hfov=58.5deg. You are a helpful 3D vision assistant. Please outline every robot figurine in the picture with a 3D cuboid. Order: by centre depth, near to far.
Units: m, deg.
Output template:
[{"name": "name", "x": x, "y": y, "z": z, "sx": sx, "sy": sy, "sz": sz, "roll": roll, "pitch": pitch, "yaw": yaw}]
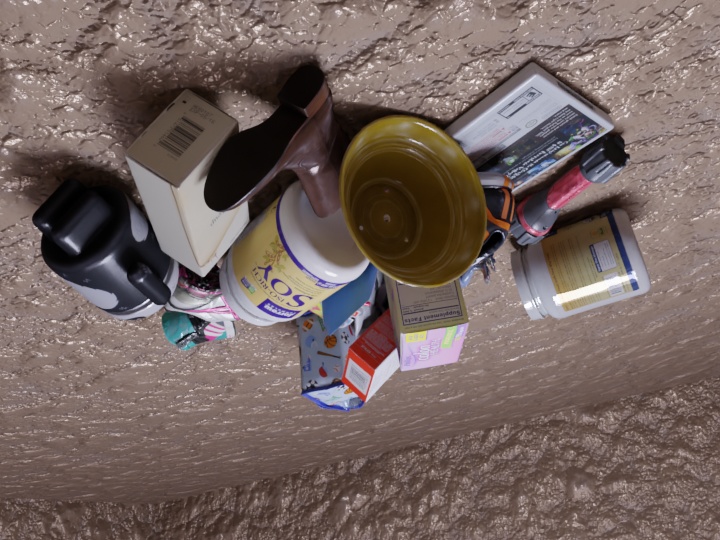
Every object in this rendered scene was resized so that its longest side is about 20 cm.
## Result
[{"name": "robot figurine", "x": -0.311, "y": -0.020, "z": 0.797, "sx": 0.122, "sy": 0.152, "sz": 0.201, "roll": -19, "pitch": 146, "yaw": 4}]

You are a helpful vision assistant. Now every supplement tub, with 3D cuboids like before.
[{"name": "supplement tub", "x": -0.093, "y": -0.019, "z": 0.876, "sx": 0.143, "sy": 0.148, "sz": 0.199, "roll": 12, "pitch": 148, "yaw": -38}, {"name": "supplement tub", "x": 0.364, "y": -0.005, "z": 1.072, "sx": 0.197, "sy": 0.147, "sz": 0.144, "roll": -20, "pitch": 154, "yaw": 22}]

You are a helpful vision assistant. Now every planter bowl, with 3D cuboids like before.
[{"name": "planter bowl", "x": 0.047, "y": -0.073, "z": 0.765, "sx": 0.197, "sy": 0.205, "sz": 0.083, "roll": 4, "pitch": 166, "yaw": -27}]

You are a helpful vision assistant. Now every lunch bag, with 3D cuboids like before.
[{"name": "lunch bag", "x": -0.050, "y": 0.181, "z": 1.287, "sx": 0.121, "sy": 0.174, "sz": 0.200, "roll": -13, "pitch": 156, "yaw": 15}]

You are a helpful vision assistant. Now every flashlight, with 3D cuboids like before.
[{"name": "flashlight", "x": 0.289, "y": -0.109, "z": 0.915, "sx": 0.067, "sy": 0.069, "sz": 0.200, "roll": -1, "pitch": 156, "yaw": -28}]

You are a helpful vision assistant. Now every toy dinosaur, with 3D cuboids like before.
[{"name": "toy dinosaur", "x": 0.148, "y": 0.003, "z": 1.142, "sx": 0.178, "sy": 0.106, "sz": 0.202, "roll": -10, "pitch": 122, "yaw": 27}]

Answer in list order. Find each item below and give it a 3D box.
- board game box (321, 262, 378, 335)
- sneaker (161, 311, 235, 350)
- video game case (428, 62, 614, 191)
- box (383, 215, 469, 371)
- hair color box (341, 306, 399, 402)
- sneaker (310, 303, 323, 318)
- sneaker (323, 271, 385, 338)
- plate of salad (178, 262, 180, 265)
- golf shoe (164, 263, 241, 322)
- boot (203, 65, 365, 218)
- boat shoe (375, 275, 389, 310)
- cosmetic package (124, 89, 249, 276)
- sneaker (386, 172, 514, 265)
[{"name": "board game box", "x": 0.000, "y": 0.000, "z": 0.928, "sx": 0.038, "sy": 0.161, "sz": 0.200, "roll": 14, "pitch": 148, "yaw": -22}, {"name": "sneaker", "x": -0.280, "y": 0.076, "z": 1.096, "sx": 0.118, "sy": 0.085, "sz": 0.201, "roll": -14, "pitch": 158, "yaw": -14}, {"name": "video game case", "x": 0.191, "y": -0.164, "z": 0.819, "sx": 0.180, "sy": 0.024, "sz": 0.199, "roll": 14, "pitch": 146, "yaw": -40}, {"name": "box", "x": 0.089, "y": 0.023, "z": 0.965, "sx": 0.094, "sy": 0.204, "sz": 0.177, "roll": -8, "pitch": 155, "yaw": -1}, {"name": "hair color box", "x": 0.056, "y": 0.115, "z": 1.093, "sx": 0.199, "sy": 0.064, "sz": 0.112, "roll": -40, "pitch": 157, "yaw": -33}, {"name": "sneaker", "x": -0.085, "y": 0.030, "z": 1.086, "sx": 0.088, "sy": 0.080, "sz": 0.201, "roll": 6, "pitch": 158, "yaw": 15}, {"name": "sneaker", "x": -0.011, "y": 0.076, "z": 1.079, "sx": 0.074, "sy": 0.115, "sz": 0.203, "roll": 18, "pitch": 137, "yaw": 21}, {"name": "plate of salad", "x": -0.314, "y": 0.003, "z": 0.961, "sx": 0.195, "sy": 0.049, "sz": 0.201, "roll": -8, "pitch": 156, "yaw": -4}, {"name": "golf shoe", "x": -0.197, "y": 0.039, "z": 0.965, "sx": 0.197, "sy": 0.074, "sz": 0.092, "roll": 14, "pitch": 132, "yaw": -36}, {"name": "boot", "x": -0.071, "y": -0.100, "z": 0.724, "sx": 0.187, "sy": 0.064, "sz": 0.200, "roll": -49, "pitch": 157, "yaw": -8}, {"name": "boat shoe", "x": 0.034, "y": 0.062, "z": 1.191, "sx": 0.055, "sy": 0.070, "sz": 0.201, "roll": -2, "pitch": 152, "yaw": -16}, {"name": "cosmetic package", "x": -0.186, "y": -0.089, "z": 0.723, "sx": 0.072, "sy": 0.104, "sz": 0.201, "roll": 31, "pitch": 156, "yaw": 10}, {"name": "sneaker", "x": 0.100, "y": -0.064, "z": 0.841, "sx": 0.197, "sy": 0.115, "sz": 0.077, "roll": 1, "pitch": 170, "yaw": 33}]
